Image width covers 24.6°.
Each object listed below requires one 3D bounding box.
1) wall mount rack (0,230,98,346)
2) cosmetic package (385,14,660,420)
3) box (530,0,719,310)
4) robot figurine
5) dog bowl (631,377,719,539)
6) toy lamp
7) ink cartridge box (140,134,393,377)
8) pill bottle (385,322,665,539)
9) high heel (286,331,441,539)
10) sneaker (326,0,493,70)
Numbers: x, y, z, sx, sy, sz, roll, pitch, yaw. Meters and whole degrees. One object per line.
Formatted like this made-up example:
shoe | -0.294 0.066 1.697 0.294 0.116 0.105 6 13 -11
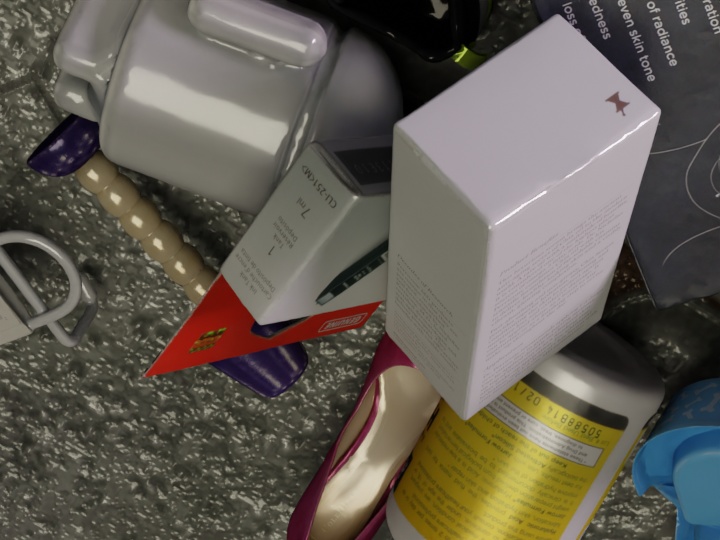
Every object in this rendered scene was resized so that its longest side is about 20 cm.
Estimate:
wall mount rack | -0.254 -0.016 0.984 0.199 0.075 0.174 -18 118 25
cosmetic package | 0.071 -0.018 0.799 0.071 0.101 0.200 48 160 22
box | 0.207 -0.114 0.809 0.195 0.124 0.201 -16 116 21
robot figurine | -0.062 -0.092 0.880 0.199 0.114 0.170 21 158 -2
dog bowl | 0.229 0.140 0.968 0.111 0.050 0.201 -1 134 28
toy lamp | -0.108 -0.006 0.963 0.058 0.058 0.200 -36 106 26
ink cartridge box | 0.000 0.000 0.879 0.044 0.199 0.174 50 122 21
pill bottle | 0.082 0.123 0.954 0.111 0.111 0.201 26 107 -5
high heel | 0.014 0.103 0.987 0.067 0.096 0.200 34 120 -9
sneaker | -0.008 -0.178 0.837 0.199 0.083 0.072 36 119 -10
